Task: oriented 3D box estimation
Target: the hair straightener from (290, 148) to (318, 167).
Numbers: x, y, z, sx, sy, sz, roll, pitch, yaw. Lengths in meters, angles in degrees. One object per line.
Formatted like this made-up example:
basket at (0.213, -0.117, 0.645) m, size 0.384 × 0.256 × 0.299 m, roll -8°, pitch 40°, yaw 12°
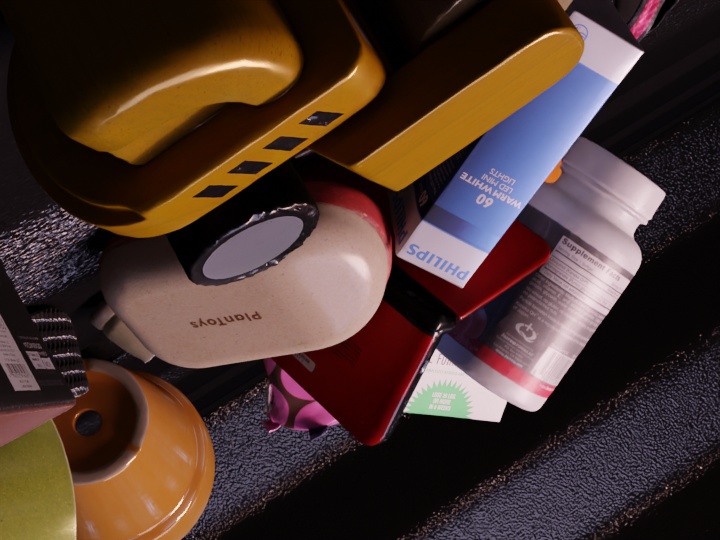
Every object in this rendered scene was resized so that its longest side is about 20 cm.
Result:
hair straightener at (-0.010, -0.109, 0.821) m, size 0.200 × 0.041 × 0.077 m, roll -23°, pitch 170°, yaw -35°

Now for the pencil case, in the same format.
pencil case at (-0.056, 0.041, 1.062) m, size 0.093 × 0.201 × 0.091 m, roll -12°, pitch -164°, yaw -11°

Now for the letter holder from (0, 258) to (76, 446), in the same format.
letter holder at (-0.254, 0.062, 0.612) m, size 0.142 × 0.101 × 0.200 m, roll -31°, pitch 174°, yaw 1°

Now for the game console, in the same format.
game console at (0.012, 0.005, 0.932) m, size 0.119 × 0.200 × 0.173 m, roll -3°, pitch 125°, yaw -50°

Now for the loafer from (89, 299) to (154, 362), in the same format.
loafer at (-0.147, 0.029, 1.054) m, size 0.076 × 0.068 × 0.200 m, roll -37°, pitch 173°, yaw 40°

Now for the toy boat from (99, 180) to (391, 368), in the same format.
toy boat at (-0.075, -0.018, 0.848) m, size 0.199 × 0.131 × 0.131 m, roll -10°, pitch 139°, yaw 20°

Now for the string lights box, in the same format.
string lights box at (0.094, -0.099, 0.815) m, size 0.200 × 0.059 × 0.103 m, roll -55°, pitch -158°, yaw 27°

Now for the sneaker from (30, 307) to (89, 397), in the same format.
sneaker at (-0.267, 0.073, 0.874) m, size 0.093 × 0.071 × 0.200 m, roll -15°, pitch 178°, yaw 7°

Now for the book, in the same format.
book at (0.086, 0.026, 1.030) m, size 0.133 × 0.201 × 0.048 m, roll 8°, pitch -163°, yaw -29°

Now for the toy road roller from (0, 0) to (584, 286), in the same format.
toy road roller at (-0.034, -0.090, 0.419) m, size 0.200 × 0.123 × 0.146 m, roll -33°, pitch 163°, yaw 12°

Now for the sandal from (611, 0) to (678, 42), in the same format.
sandal at (0.209, -0.190, 0.917) m, size 0.075 × 0.045 × 0.200 m, roll -36°, pitch 151°, yaw -32°

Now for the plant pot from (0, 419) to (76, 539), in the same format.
plant pot at (-0.346, 0.186, 0.905) m, size 0.200 × 0.188 × 0.187 m, roll -4°, pitch 156°, yaw -43°

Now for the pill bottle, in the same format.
pill bottle at (0.149, 0.001, 0.957) m, size 0.200 × 0.111 × 0.111 m, roll -56°, pitch 171°, yaw 6°

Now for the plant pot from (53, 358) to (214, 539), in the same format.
plant pot at (-0.257, 0.178, 1.217) m, size 0.200 × 0.200 × 0.183 m, roll -31°, pitch 159°, yaw -12°

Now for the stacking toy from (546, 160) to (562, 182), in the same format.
stacking toy at (0.087, -0.108, 1.053) m, size 0.146 × 0.146 × 0.200 m, roll -34°, pitch 155°, yaw 15°
